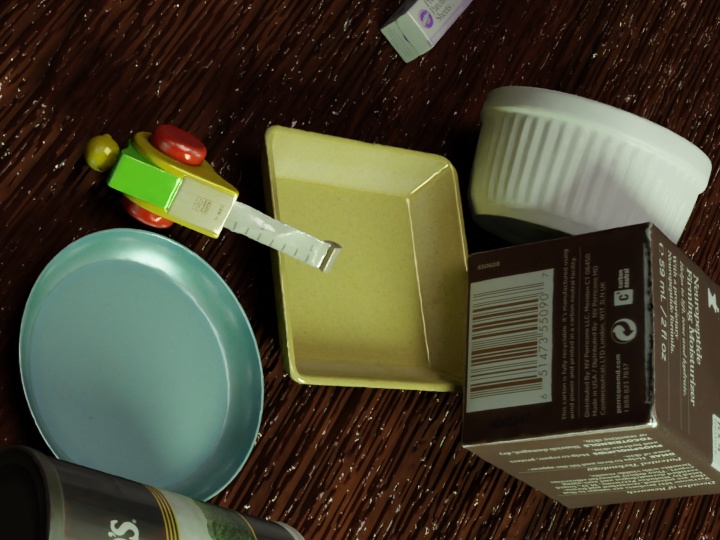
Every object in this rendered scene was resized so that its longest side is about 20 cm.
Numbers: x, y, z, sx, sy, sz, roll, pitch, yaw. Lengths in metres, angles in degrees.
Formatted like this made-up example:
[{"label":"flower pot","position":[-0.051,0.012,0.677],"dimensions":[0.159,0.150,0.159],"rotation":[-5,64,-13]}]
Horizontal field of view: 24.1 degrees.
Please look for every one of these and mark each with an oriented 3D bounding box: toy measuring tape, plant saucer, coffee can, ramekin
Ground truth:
[{"label":"toy measuring tape","position":[-0.108,-0.054,1.220],"dimensions":[0.199,0.074,0.074],"rotation":[22,60,-21]},{"label":"plant saucer","position":[0.000,0.000,1.320],"dimensions":[0.199,0.048,0.201],"rotation":[7,69,-40]},{"label":"coffee can","position":[-0.146,0.204,1.046],"dimensions":[0.199,0.146,0.147],"rotation":[22,60,-34]},{"label":"ramekin","position":[0.183,-0.068,1.410],"dimensions":[0.199,0.200,0.106],"rotation":[24,83,-33]},{"label":"plant saucer","position":[-0.154,0.070,1.172],"dimensions":[0.199,0.027,0.201],"rotation":[16,64,-36]}]

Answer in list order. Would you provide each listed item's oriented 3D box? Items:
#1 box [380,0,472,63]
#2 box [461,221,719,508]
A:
[{"label":"box","position":[0.086,-0.257,1.500],"dimensions":[0.042,0.039,0.200],"rotation":[51,48,-13]},{"label":"box","position":[0.197,0.082,1.347],"dimensions":[0.200,0.163,0.167],"rotation":[32,54,-51]}]
